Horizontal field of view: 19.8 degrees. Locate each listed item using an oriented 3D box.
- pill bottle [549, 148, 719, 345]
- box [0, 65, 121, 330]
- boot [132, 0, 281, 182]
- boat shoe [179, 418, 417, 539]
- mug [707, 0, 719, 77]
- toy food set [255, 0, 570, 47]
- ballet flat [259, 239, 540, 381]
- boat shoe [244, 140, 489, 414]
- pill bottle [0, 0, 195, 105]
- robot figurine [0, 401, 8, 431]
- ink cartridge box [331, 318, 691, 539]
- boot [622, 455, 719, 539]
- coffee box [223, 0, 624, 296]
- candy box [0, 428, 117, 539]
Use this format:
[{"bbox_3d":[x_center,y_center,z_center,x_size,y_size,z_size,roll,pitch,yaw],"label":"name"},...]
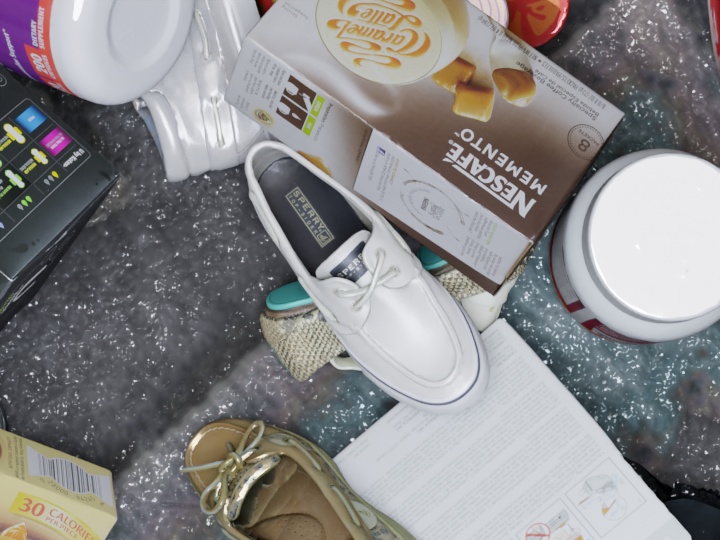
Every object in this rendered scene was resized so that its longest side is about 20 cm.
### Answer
[{"bbox_3d":[0.169,-0.013,1.198,0.109,0.200,0.110,0,87,1],"label":"pill bottle"},{"bbox_3d":[-0.272,-0.052,1.211,0.200,0.149,0.124,42,44,-3],"label":"box"},{"bbox_3d":[-0.114,-0.157,1.275,0.095,0.074,0.201,-19,87,-6],"label":"boot"},{"bbox_3d":[-0.042,0.137,1.219,0.199,0.063,0.074,26,85,40],"label":"boat shoe"},{"bbox_3d":[0.314,-0.156,1.241,0.199,0.133,0.179,-4,85,4],"label":"mug"},{"bbox_3d":[0.030,-0.190,1.288,0.198,0.049,0.200,40,88,3],"label":"toy food set"},{"bbox_3d":[0.038,0.016,1.275,0.199,0.068,0.076,-23,108,6],"label":"ballet flat"},{"bbox_3d":[0.000,0.000,1.211,0.072,0.066,0.200,-36,70,3],"label":"boat shoe"},{"bbox_3d":[-0.203,-0.177,1.235,0.199,0.112,0.113,21,87,31],"label":"pill bottle"},{"bbox_3d":[-0.313,0.070,1.275,0.145,0.058,0.200,-38,86,-2],"label":"robot figurine"},{"bbox_3d":[0.083,0.147,1.217,0.160,0.047,0.200,-39,52,-1],"label":"ink cartridge box"},{"bbox_3d":[0.113,0.186,1.250,0.199,0.076,0.169,15,89,-1],"label":"boot"},{"bbox_3d":[0.036,-0.095,1.197,0.200,0.080,0.115,37,62,4],"label":"coffee box"},{"bbox_3d":[-0.258,0.142,1.217,0.199,0.055,0.116,24,110,-22],"label":"candy box"}]
